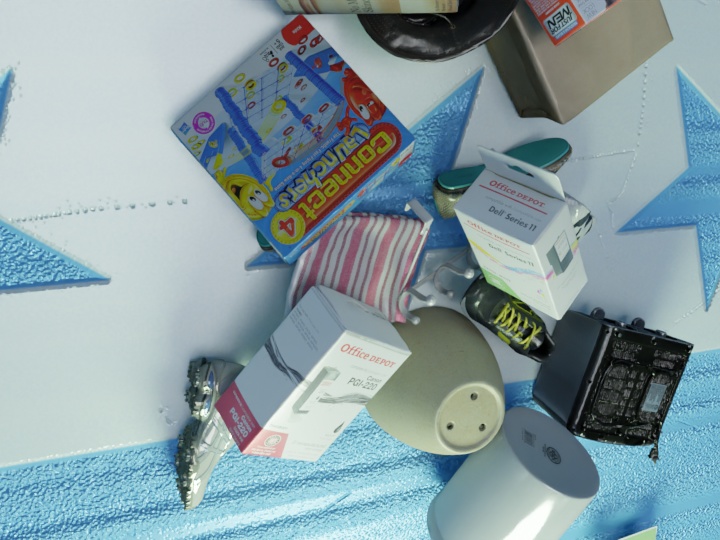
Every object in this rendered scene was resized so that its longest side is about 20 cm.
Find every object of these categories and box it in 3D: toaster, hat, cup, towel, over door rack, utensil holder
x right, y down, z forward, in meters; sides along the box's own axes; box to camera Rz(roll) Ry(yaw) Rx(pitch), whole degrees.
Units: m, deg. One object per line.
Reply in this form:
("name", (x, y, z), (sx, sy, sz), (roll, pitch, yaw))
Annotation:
("toaster", (0.378, 0.167, 1.086), (0.179, 0.119, 0.202), (12, 101, -22))
("hat", (0.088, -0.329, 0.845), (0.198, 0.081, 0.203), (0, 89, 3))
("cup", (0.117, 0.167, 0.975), (0.198, 0.143, 0.203), (-6, 107, -19))
("towel", (0.000, 0.000, 0.909), (0.198, 0.030, 0.148), (1, 109, -41))
("over door rack", (0.120, -0.030, 0.900), (0.147, 0.067, 0.201), (-34, 148, -27))
("utensil holder", (0.213, 0.318, 1.008), (0.168, 0.171, 0.201), (18, 120, -24))

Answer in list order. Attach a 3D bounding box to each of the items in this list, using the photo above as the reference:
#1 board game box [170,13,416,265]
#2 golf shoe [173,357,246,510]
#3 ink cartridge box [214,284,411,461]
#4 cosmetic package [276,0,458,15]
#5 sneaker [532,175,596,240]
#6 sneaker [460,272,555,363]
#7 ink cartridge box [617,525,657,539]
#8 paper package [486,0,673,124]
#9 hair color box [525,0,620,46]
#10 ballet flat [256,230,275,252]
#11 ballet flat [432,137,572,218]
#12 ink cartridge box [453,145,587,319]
("board game box", (-0.073, -0.146, 0.811), (0.200, 0.056, 0.196), (-42, 84, -4))
("golf shoe", (-0.181, 0.212, 0.918), (0.096, 0.078, 0.202), (7, 104, -28))
("ink cartridge box", (-0.055, 0.130, 0.873), (0.201, 0.085, 0.145), (-51, 142, 12))
("cosmetic package", (0.005, -0.330, 0.758), (0.197, 0.103, 0.088), (3, 88, 10))
("sneaker", (0.240, -0.048, 0.965), (0.130, 0.079, 0.199), (-54, 159, 12))
("sneaker", (0.211, 0.065, 0.984), (0.075, 0.085, 0.199), (-54, 137, 4))
("ink cartridge box", (0.442, 0.537, 1.256), (0.144, 0.048, 0.203), (-11, 109, -17))
("paper package", (0.268, -0.318, 0.913), (0.199, 0.103, 0.192), (-37, 114, -8))
("hair color box", (0.210, -0.365, 0.787), (0.111, 0.064, 0.201), (-37, 96, -20))
("ballet flat", (-0.051, -0.101, 0.881), (0.064, 0.067, 0.201), (27, 98, -52))
("ballet flat", (0.190, -0.118, 0.971), (0.198, 0.068, 0.076), (-19, 133, -8))
("ink cartridge box", (0.181, -0.040, 0.823), (0.067, 0.117, 0.200), (-49, 139, -12))
